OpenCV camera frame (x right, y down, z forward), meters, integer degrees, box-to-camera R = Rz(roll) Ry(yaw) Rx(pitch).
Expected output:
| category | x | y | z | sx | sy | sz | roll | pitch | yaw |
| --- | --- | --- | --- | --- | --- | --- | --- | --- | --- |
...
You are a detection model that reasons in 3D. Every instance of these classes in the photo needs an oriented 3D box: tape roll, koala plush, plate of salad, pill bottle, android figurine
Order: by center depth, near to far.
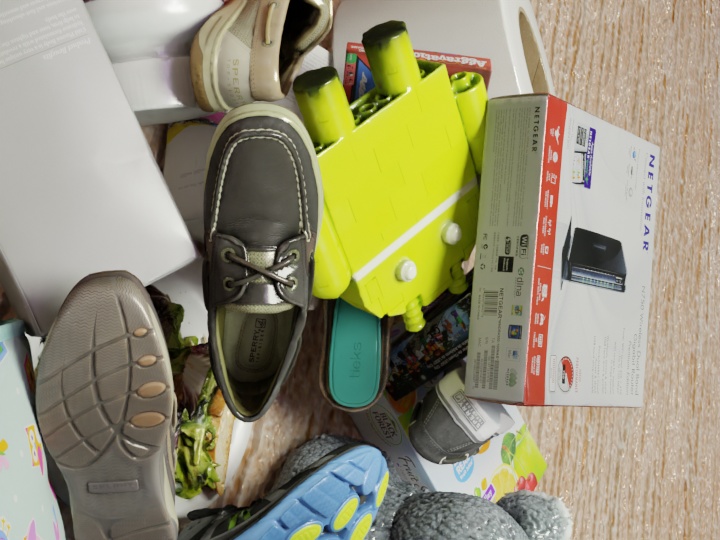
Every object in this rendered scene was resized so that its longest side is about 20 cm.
| category | x | y | z | sx | sy | sz | roll | pitch | yaw |
| --- | --- | --- | --- | --- | --- | --- | --- | --- | --- |
| pill bottle | -0.146 | -0.201 | 0.726 | 0.109 | 0.109 | 0.203 | -9 | 93 | -49 |
| plate of salad | -0.135 | 0.071 | 0.736 | 0.199 | 0.048 | 0.203 | 11 | 75 | -47 |
| android figurine | 0.023 | -0.053 | 0.737 | 0.181 | 0.041 | 0.202 | -37 | 124 | -27 |
| koala plush | 0.039 | 0.206 | 0.795 | 0.176 | 0.198 | 0.186 | -14 | 93 | -49 |
| tape roll | 0.078 | -0.141 | 0.906 | 0.202 | 0.137 | 0.206 | -13 | 90 | -71 |

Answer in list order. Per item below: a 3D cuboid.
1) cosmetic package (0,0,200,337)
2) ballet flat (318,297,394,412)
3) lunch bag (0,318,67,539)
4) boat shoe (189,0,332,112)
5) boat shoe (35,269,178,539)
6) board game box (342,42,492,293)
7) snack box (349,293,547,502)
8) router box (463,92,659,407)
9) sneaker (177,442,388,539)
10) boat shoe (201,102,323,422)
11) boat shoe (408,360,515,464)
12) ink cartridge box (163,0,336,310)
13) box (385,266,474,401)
| category | x | y | z | sx | sy | sz | roll | pitch | yaw |
| --- | --- | --- | --- | --- | --- | --- | --- | --- | --- |
| cosmetic package | -0.184 | -0.072 | 0.641 | 0.106 | 0.090 | 0.202 | -25 | 100 | -22 |
| ballet flat | 0.000 | 0.000 | 0.817 | 0.067 | 0.067 | 0.203 | -89 | -171 | -85 |
| lunch bag | -0.219 | 0.119 | 0.570 | 0.200 | 0.120 | 0.173 | -30 | 108 | -79 |
| boat shoe | -0.048 | -0.169 | 0.739 | 0.201 | 0.064 | 0.073 | -66 | 153 | -48 |
| boat shoe | -0.140 | 0.079 | 0.632 | 0.074 | 0.073 | 0.202 | -101 | -166 | -55 |
| board game box | 0.030 | -0.069 | 0.826 | 0.020 | 0.101 | 0.202 | -88 | -176 | -51 |
| snack box | 0.077 | 0.140 | 0.962 | 0.142 | 0.053 | 0.202 | -48 | 116 | -44 |
| router box | 0.148 | -0.007 | 0.793 | 0.178 | 0.048 | 0.203 | 9 | 85 | -51 |
| sneaker | -0.070 | 0.169 | 0.720 | 0.198 | 0.083 | 0.071 | -33 | 125 | -12 |
| boat shoe | -0.057 | 0.003 | 0.650 | 0.066 | 0.071 | 0.203 | -99 | -167 | -52 |
| boat shoe | 0.072 | 0.115 | 0.848 | 0.070 | 0.066 | 0.200 | 50 | 5 | 6 |
| ink cartridge box | -0.080 | -0.077 | 0.810 | 0.116 | 0.067 | 0.203 | 22 | 65 | -49 |
| box | 0.107 | 0.013 | 0.888 | 0.038 | 0.136 | 0.200 | 51 | 47 | 0 |
